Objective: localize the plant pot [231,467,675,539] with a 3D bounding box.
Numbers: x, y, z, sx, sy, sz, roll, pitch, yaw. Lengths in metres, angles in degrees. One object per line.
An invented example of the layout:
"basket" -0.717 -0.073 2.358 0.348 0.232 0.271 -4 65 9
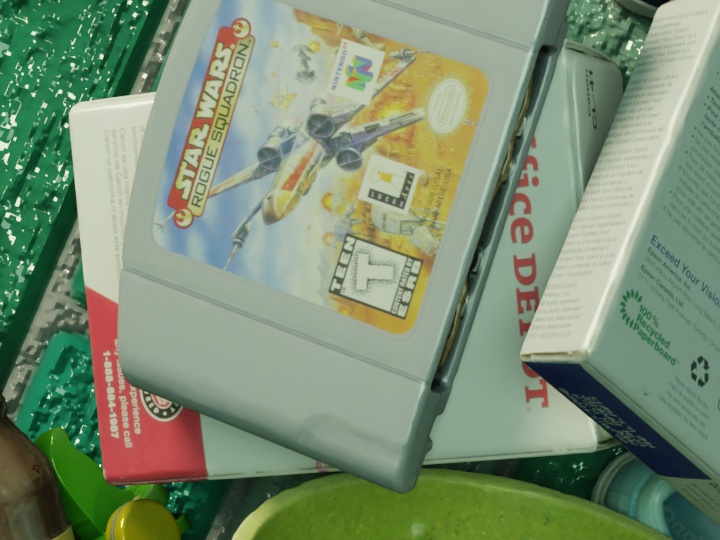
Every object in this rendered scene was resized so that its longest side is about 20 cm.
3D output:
"plant pot" 0.034 0.201 0.867 0.198 0.201 0.186 10 111 -4

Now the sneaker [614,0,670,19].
"sneaker" 0.200 -0.131 0.946 0.198 0.108 0.071 -1 87 -5

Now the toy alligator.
"toy alligator" -0.073 0.151 0.935 0.054 0.059 0.201 -21 87 -46

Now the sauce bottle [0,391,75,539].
"sauce bottle" -0.138 0.112 0.899 0.064 0.065 0.202 -15 95 -5

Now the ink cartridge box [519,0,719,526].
"ink cartridge box" 0.162 -0.004 0.867 0.196 0.043 0.201 39 64 -33

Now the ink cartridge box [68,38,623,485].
"ink cartridge box" 0.000 0.000 0.895 0.198 0.086 0.149 -4 89 19

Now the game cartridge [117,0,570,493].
"game cartridge" -0.011 -0.038 0.837 0.132 0.042 0.202 19 96 15

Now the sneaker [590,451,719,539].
"sneaker" 0.179 0.142 0.939 0.199 0.082 0.074 31 85 -2
